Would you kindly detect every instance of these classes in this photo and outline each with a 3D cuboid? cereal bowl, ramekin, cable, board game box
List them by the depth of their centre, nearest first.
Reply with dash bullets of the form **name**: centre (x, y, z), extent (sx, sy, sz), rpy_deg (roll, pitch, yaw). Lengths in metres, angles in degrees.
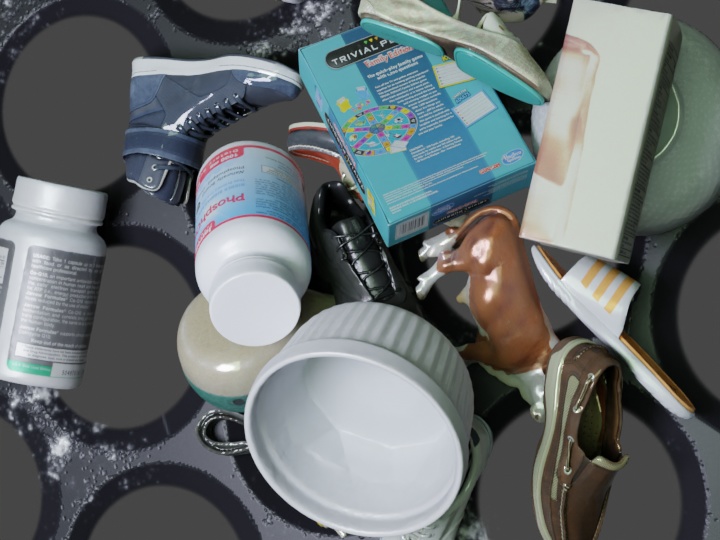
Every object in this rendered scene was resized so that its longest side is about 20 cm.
- **ramekin**: centre (0.006, 0.123, 1.211), extent (0.197, 0.105, 0.202), rpy_deg (10, 124, 14)
- **cereal bowl**: centre (0.244, -0.134, 1.243), extent (0.197, 0.083, 0.203), rpy_deg (-1, 87, 20)
- **board game box**: centre (0.050, -0.141, 1.280), extent (0.149, 0.047, 0.202), rpy_deg (-22, 67, -11)
- **cable**: centre (-0.073, 0.173, 1.357), extent (0.198, 0.050, 0.098), rpy_deg (27, 93, 18)

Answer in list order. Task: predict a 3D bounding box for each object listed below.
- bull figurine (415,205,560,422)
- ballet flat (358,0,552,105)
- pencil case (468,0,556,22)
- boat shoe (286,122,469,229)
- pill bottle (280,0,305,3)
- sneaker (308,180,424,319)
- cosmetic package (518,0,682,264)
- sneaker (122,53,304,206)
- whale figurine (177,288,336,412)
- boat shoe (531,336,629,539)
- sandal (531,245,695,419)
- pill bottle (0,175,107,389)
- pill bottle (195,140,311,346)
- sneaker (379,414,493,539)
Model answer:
- **bull figurine**: centre (0.124, 0.044, 1.279), extent (0.120, 0.065, 0.203), rpy_deg (-14, 91, 21)
- **ballet flat**: centre (0.092, -0.215, 1.248), extent (0.198, 0.067, 0.063), rpy_deg (26, 83, 10)
- **pencil case**: centre (0.112, -0.283, 1.233), extent (0.088, 0.200, 0.079), rpy_deg (-1, 83, 21)
- **boat shoe**: centre (0.017, -0.093, 1.329), extent (0.197, 0.071, 0.063), rpy_deg (16, 89, 13)
- **pill bottle**: centre (-0.136, -0.337, 1.370), extent (0.198, 0.111, 0.113), rpy_deg (16, 93, 19)
- **sneaker**: centre (0.000, 0.000, 1.284), extent (0.075, 0.091, 0.201), rpy_deg (-23, 54, -19)
- **cosmetic package**: centre (0.202, -0.114, 1.160), extent (0.086, 0.103, 0.203), rpy_deg (14, 91, 19)
- **sneaker**: centre (-0.150, -0.136, 1.376), extent (0.200, 0.077, 0.148), rpy_deg (2, 77, 29)
- **whale figurine**: centre (-0.076, 0.071, 1.346), extent (0.197, 0.105, 0.160), rpy_deg (-12, 48, -2)
- **boat shoe**: centre (0.198, 0.165, 1.223), extent (0.075, 0.074, 0.205), rpy_deg (20, 116, 56)
- **sandal**: centre (0.238, 0.041, 1.245), extent (0.059, 0.079, 0.207), rpy_deg (-45, 83, 10)
- **pill bottle**: centre (-0.322, 0.012, 1.419), extent (0.112, 0.113, 0.203), rpy_deg (12, 92, 19)
- **pill bottle**: centre (-0.101, -0.026, 1.292), extent (0.107, 0.201, 0.110), rpy_deg (-3, 127, -4)
- **sneaker**: centre (0.060, 0.226, 1.297), extent (0.072, 0.071, 0.202), rpy_deg (23, 95, 19)
